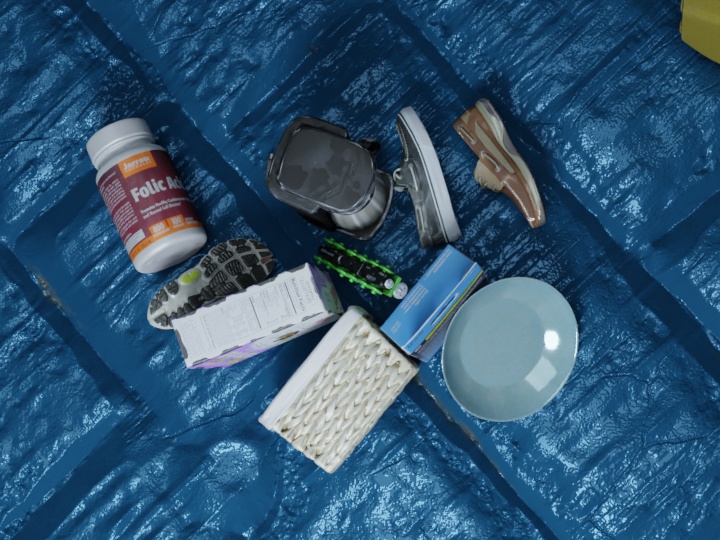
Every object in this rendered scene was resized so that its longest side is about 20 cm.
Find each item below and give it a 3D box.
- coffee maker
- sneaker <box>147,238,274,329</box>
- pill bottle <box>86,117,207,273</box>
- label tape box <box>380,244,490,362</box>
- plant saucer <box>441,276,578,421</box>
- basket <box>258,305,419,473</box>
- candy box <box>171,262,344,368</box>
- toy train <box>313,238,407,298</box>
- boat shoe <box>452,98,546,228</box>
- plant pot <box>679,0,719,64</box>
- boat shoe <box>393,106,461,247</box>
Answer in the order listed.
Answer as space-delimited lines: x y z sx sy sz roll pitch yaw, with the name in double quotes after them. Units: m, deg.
-0.060 -0.121 1.387 0.190 0.200 0.136 -2 82 9 "coffee maker"
-0.218 0.019 1.461 0.199 0.085 0.077 -29 87 -17 "sneaker"
-0.310 -0.109 1.470 0.113 0.114 0.201 -28 80 5 "pill bottle"
0.097 0.042 1.342 0.066 0.200 0.144 40 91 16 "label tape box"
0.195 0.102 1.372 0.199 0.039 0.203 -5 106 -17 "plant saucer"
-0.023 0.162 1.384 0.123 0.136 0.200 40 91 7 "basket"
-0.133 0.065 1.393 0.198 0.168 0.072 -23 82 5 "candy box"
0.000 0.000 1.382 0.056 0.200 0.042 33 87 -32 "toy train"
0.193 -0.140 1.418 0.071 0.076 0.201 -29 71 9 "boat shoe"
0.524 -0.367 1.331 0.198 0.195 0.196 7 84 17 "plant pot"
0.079 -0.129 1.430 0.070 0.072 0.202 -19 83 2 "boat shoe"
